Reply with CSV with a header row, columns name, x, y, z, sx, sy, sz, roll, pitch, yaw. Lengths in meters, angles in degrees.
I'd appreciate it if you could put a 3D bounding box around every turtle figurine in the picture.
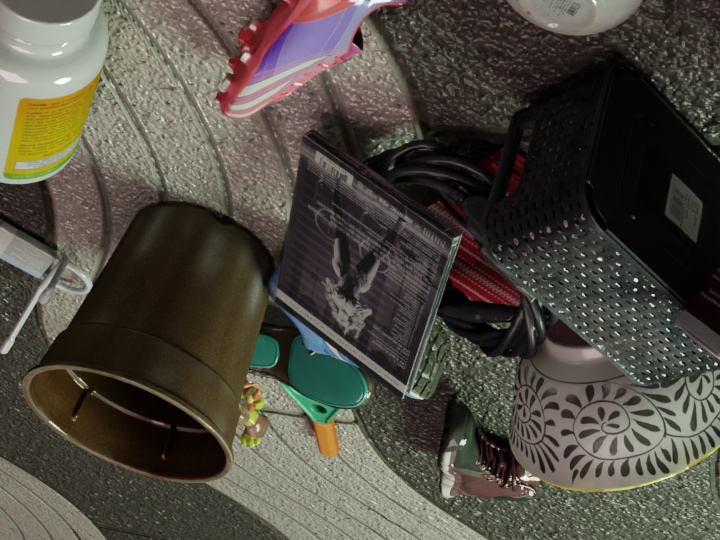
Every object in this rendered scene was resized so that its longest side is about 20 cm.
name,x,y,z,sx,sy,sz,roll,pitch,yaw
turtle figurine,-0.180,0.143,1.357,0.198,0.065,0.162,-5,149,20

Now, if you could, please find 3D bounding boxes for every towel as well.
name,x,y,z,sx,sy,sz,roll,pitch,yaw
towel,0.108,-0.023,0.990,0.144,0.023,0.200,33,146,-19

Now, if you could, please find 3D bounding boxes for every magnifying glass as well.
name,x,y,z,sx,sy,sz,roll,pitch,yaw
magnifying glass,-0.045,0.156,1.343,0.079,0.023,0.201,11,148,13

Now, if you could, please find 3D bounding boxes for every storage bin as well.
name,x,y,z,sx,sy,sz,roll,pitch,yaw
storage bin,0.192,-0.027,0.829,0.200,0.136,0.093,38,144,-27

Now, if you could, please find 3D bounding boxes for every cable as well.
name,x,y,z,sx,sy,sz,roll,pitch,yaw
cable,0.074,-0.017,0.941,0.199,0.051,0.164,39,151,11

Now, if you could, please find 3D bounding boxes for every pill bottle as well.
name,x,y,z,sx,sy,sz,roll,pitch,yaw
pill bottle,-0.250,-0.159,0.896,0.110,0.112,0.200,26,148,-10

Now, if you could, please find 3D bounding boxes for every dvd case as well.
name,x,y,z,sx,sy,sz,roll,pitch,yaw
dvd case,0.000,0.000,0.967,0.148,0.016,0.201,36,140,19

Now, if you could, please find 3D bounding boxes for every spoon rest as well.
name,x,y,z,sx,sy,sz,roll,pitch,yaw
spoon rest,0.139,-0.199,0.691,0.099,0.061,0.200,24,161,-5

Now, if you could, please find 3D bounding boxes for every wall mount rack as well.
name,x,y,z,sx,sy,sz,roll,pitch,yaw
wall mount rack,-0.392,0.005,1.253,0.199,0.075,0.174,32,146,-17

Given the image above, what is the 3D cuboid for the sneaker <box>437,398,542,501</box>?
name,x,y,z,sx,sy,sz,roll,pitch,yaw
sneaker,0.143,0.195,1.263,0.114,0.076,0.200,8,157,8

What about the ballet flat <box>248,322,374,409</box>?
name,x,y,z,sx,sy,sz,roll,pitch,yaw
ballet flat,-0.066,0.082,1.206,0.198,0.068,0.069,18,106,20

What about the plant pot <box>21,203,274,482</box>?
name,x,y,z,sx,sy,sz,roll,pitch,yaw
plant pot,-0.180,0.059,1.104,0.198,0.200,0.201,13,148,9

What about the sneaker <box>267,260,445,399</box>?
name,x,y,z,sx,sy,sz,roll,pitch,yaw
sneaker,-0.004,0.052,1.127,0.200,0.079,0.089,40,151,-16

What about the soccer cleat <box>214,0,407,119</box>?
name,x,y,z,sx,sy,sz,roll,pitch,yaw
soccer cleat,-0.041,-0.156,0.835,0.076,0.067,0.200,24,145,-17

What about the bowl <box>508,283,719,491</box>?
name,x,y,z,sx,sy,sz,roll,pitch,yaw
bowl,0.200,0.074,0.954,0.199,0.201,0.095,-6,121,34

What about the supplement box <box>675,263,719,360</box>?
name,x,y,z,sx,sy,sz,roll,pitch,yaw
supplement box,0.306,-0.009,0.750,0.108,0.201,0.061,34,-173,-23
